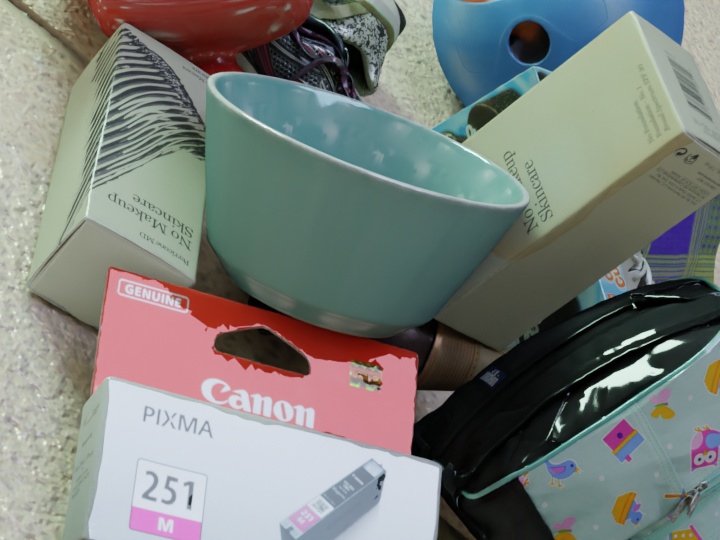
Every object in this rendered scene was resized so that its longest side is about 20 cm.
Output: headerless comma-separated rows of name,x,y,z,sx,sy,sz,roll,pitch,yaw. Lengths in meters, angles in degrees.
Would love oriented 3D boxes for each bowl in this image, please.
bowl,-0.011,-0.031,1.218,0.199,0.106,0.201,19,13,-5

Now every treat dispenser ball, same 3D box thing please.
treat dispenser ball,0.156,-0.197,1.641,0.200,0.201,0.202,31,34,-23

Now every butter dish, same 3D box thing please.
butter dish,-0.103,-0.186,1.351,0.199,0.198,0.149,5,78,-89

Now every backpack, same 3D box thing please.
backpack,0.150,0.100,1.209,0.154,0.200,0.176,51,-4,-13

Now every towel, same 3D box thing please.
towel,0.229,-0.015,1.599,0.023,0.145,0.199,15,7,37

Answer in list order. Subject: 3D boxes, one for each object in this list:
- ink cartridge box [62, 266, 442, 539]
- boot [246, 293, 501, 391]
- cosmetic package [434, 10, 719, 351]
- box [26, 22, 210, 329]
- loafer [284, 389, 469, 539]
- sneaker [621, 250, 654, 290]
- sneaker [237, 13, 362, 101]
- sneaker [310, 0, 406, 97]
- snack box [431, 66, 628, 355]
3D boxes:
ink cartridge box,-0.051,0.091,1.121,0.198,0.044,0.175,16,60,-20
boot,0.000,0.000,1.354,0.165,0.073,0.201,17,26,-21
cosmetic package,0.125,-0.052,1.276,0.073,0.200,0.104,26,35,-44
box,-0.138,-0.054,1.247,0.082,0.068,0.201,30,34,-23
loafer,0.010,0.141,1.200,0.199,0.068,0.076,36,32,-16
sneaker,0.182,-0.028,1.480,0.115,0.201,0.076,23,21,-28
sneaker,-0.026,-0.119,1.453,0.200,0.075,0.081,47,30,0
sneaker,-0.050,-0.192,1.518,0.199,0.077,0.089,25,45,-27
snack box,0.112,-0.023,1.428,0.037,0.116,0.202,8,60,-49
